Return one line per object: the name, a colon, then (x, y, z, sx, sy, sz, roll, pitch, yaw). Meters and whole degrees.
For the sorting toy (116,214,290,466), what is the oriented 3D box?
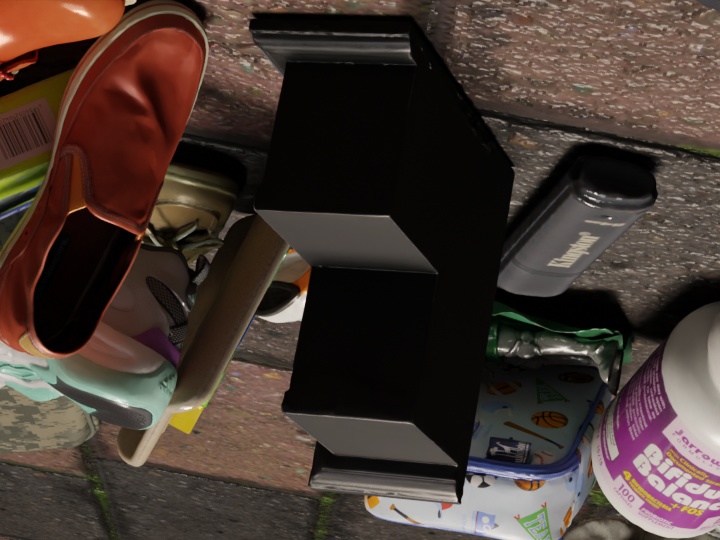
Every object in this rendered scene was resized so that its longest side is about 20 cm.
sorting toy: (-0.077, 0.024, 1.322, 0.036, 0.186, 0.200, 30, 161, -7)

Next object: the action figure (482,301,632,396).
action figure: (0.080, 0.046, 1.525, 0.199, 0.055, 0.118, 10, 166, 17)

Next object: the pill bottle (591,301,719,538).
pill bottle: (0.233, 0.088, 1.432, 0.112, 0.113, 0.200, 14, 149, -9)

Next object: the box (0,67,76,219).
box: (-0.194, -0.064, 1.248, 0.122, 0.048, 0.200, -25, 180, -28)

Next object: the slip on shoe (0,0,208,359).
slip on shoe: (-0.129, -0.043, 1.140, 0.074, 0.201, 0.061, 23, -173, -40)

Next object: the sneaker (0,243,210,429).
sneaker: (-0.178, 0.000, 1.239, 0.199, 0.140, 0.078, 16, 159, 14)

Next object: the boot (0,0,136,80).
boot: (-0.195, -0.109, 1.108, 0.199, 0.108, 0.075, -5, 154, 35)

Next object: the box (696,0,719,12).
box: (0.190, -0.155, 0.715, 0.199, 0.118, 0.196, 21, 160, -27)

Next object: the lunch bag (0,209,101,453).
lunch bag: (-0.241, 0.019, 1.435, 0.138, 0.169, 0.200, -2, 161, -1)

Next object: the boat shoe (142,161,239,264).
boat shoe: (-0.128, -0.020, 1.415, 0.073, 0.063, 0.200, 15, 162, -14)

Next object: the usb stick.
usb stick: (0.123, -0.023, 1.306, 0.055, 0.033, 0.200, 14, 162, -7)

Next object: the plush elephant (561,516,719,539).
plush elephant: (0.258, 0.279, 1.948, 0.154, 0.165, 0.200, -26, 152, -17)

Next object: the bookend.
bookend: (0.000, 0.000, 1.174, 0.092, 0.201, 0.199, 3, 162, 21)

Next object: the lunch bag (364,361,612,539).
lunch bag: (0.087, 0.119, 1.554, 0.159, 0.076, 0.200, 10, -159, 17)

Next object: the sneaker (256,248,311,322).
sneaker: (0.018, 0.004, 1.412, 0.092, 0.076, 0.200, 14, 172, -37)
